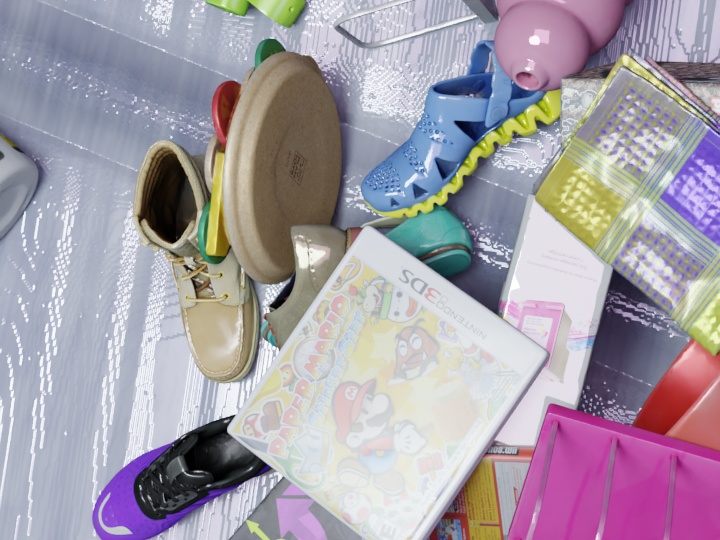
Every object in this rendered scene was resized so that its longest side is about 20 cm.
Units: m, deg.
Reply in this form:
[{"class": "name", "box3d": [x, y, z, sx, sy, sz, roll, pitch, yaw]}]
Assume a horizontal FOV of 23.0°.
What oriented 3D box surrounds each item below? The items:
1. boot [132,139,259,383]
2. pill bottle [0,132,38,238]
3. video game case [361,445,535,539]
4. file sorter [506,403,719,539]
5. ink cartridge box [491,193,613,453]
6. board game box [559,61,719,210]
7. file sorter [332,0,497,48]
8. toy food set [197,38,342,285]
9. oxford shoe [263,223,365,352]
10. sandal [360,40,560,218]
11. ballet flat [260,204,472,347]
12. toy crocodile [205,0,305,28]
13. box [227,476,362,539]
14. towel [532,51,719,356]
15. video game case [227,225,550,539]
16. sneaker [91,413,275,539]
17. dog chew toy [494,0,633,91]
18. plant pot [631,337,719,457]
[{"class": "boot", "box3d": [-0.139, -0.005, 1.497, 0.072, 0.155, 0.203, -4, 86, 10]}, {"class": "pill bottle", "box3d": [-0.393, -0.113, 1.574, 0.200, 0.111, 0.112, 40, 94, 10]}, {"class": "video game case", "box3d": [0.095, 0.199, 1.411, 0.198, 0.018, 0.144, 1, 124, 15]}, {"class": "file sorter", "box3d": [0.210, 0.214, 1.301, 0.198, 0.126, 0.140, 16, 126, 4]}, {"class": "ink cartridge box", "box3d": [0.150, 0.049, 1.445, 0.084, 0.145, 0.202, 16, 90, 5]}, {"class": "board game box", "box3d": [0.275, -0.108, 1.394, 0.198, 0.159, 0.098, 5, 103, 25]}, {"class": "file sorter", "box3d": [0.026, -0.305, 1.496, 0.123, 0.139, 0.202, -13, 84, 12]}, {"class": "toy food set", "box3d": [-0.072, -0.089, 1.472, 0.048, 0.198, 0.202, 8, 91, 24]}, {"class": "oxford shoe", "box3d": [-0.047, 0.053, 1.468, 0.074, 0.071, 0.202, 10, 106, -7]}, {"class": "sandal", "box3d": [0.077, -0.126, 1.492, 0.199, 0.087, 0.080, -39, 38, 0]}, {"class": "ballet flat", "box3d": [0.000, 0.000, 1.526, 0.198, 0.067, 0.071, -25, 58, 8]}, {"class": "toy crocodile", "box3d": [-0.141, -0.270, 1.567, 0.198, 0.062, 0.068, 21, 91, 16]}, {"class": "box", "box3d": [0.003, 0.247, 1.499, 0.200, 0.036, 0.143, 41, 94, 9]}, {"class": "towel", "box3d": [0.234, -0.050, 1.324, 0.200, 0.023, 0.144, 44, 115, 13]}, {"class": "video game case", "box3d": [0.020, 0.096, 1.380, 0.181, 0.023, 0.201, 35, 91, 18]}, {"class": "sneaker", "box3d": [-0.154, 0.173, 1.517, 0.199, 0.099, 0.070, -29, 80, 7]}, {"class": "dog chew toy", "box3d": [0.166, -0.230, 1.445, 0.123, 0.125, 0.201, 19, 60, 11]}, {"class": "plant pot", "box3d": [0.331, 0.131, 1.396, 0.177, 0.200, 0.201, 37, 94, 0]}]
